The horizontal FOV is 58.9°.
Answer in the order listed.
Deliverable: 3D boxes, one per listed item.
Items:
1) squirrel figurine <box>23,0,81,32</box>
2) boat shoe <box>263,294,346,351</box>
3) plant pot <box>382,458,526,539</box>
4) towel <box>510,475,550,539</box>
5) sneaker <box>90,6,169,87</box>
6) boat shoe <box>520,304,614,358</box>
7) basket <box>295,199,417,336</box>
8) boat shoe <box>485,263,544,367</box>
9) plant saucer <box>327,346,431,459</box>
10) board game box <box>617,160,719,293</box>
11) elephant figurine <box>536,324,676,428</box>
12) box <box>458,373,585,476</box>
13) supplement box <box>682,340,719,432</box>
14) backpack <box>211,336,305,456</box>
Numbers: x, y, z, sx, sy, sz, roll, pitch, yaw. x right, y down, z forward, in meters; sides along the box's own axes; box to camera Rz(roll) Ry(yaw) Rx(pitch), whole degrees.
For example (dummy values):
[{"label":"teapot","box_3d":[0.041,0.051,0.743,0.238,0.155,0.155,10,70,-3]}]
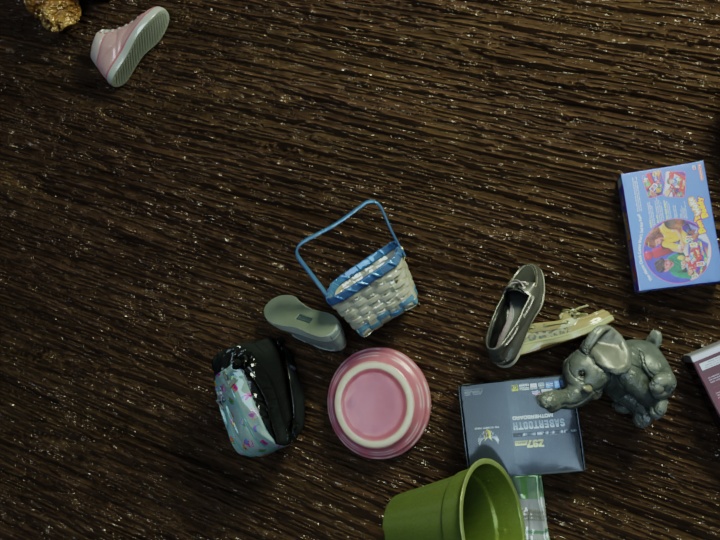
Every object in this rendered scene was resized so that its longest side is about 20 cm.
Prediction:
[{"label":"squirrel figurine","box_3d":[-0.653,-0.629,1.420,0.184,0.142,0.203,21,103,5]},{"label":"boat shoe","box_3d":[-0.105,0.106,1.201,0.199,0.072,0.070,17,56,42]},{"label":"plant pot","box_3d":[0.142,0.425,1.049,0.188,0.198,0.204,-21,78,38]},{"label":"towel","box_3d":[0.252,0.456,1.097,0.146,0.031,0.204,-7,82,13]},{"label":"sneaker","box_3d":[-0.508,-0.508,1.379,0.105,0.075,0.201,43,99,10]},{"label":"boat shoe","box_3d":[0.331,0.099,1.095,0.197,0.073,0.064,-20,73,15]},{"label":"basket","box_3d":[0.000,0.000,1.141,0.174,0.139,0.202,-28,107,9]},{"label":"boat shoe","box_3d":[0.264,0.066,1.088,0.066,0.057,0.203,2,59,43]},{"label":"plant saucer","box_3d":[0.030,0.244,1.169,0.196,0.051,0.205,-1,84,14]},{"label":"board game box","box_3d":[0.521,-0.071,1.078,0.132,0.045,0.204,-7,82,14]},{"label":"elephant figurine","box_3d":[0.389,0.159,1.028,0.196,0.156,0.144,19,110,-1]},{"label":"box","box_3d":[0.275,0.268,1.101,0.196,0.051,0.161,-7,83,13]},{"label":"supplement box","box_3d":[0.615,0.210,1.014,0.107,0.061,0.203,-24,77,11]},{"label":"backpack","box_3d":[-0.188,0.238,1.184,0.125,0.166,0.203,-26,81,30]}]
